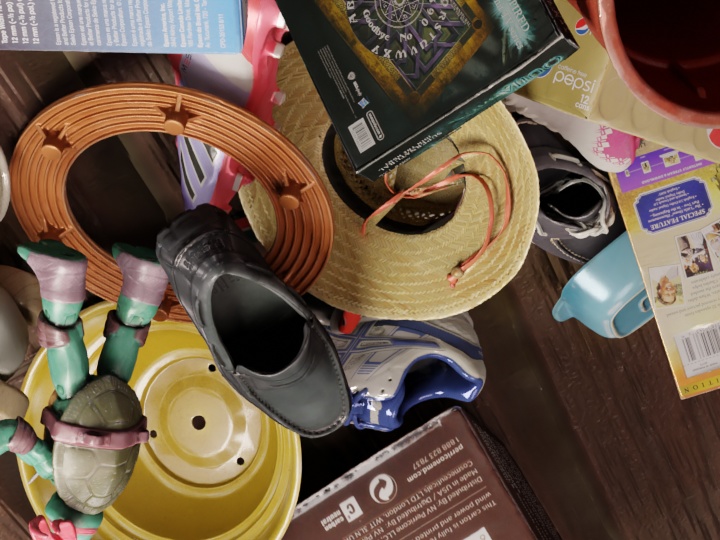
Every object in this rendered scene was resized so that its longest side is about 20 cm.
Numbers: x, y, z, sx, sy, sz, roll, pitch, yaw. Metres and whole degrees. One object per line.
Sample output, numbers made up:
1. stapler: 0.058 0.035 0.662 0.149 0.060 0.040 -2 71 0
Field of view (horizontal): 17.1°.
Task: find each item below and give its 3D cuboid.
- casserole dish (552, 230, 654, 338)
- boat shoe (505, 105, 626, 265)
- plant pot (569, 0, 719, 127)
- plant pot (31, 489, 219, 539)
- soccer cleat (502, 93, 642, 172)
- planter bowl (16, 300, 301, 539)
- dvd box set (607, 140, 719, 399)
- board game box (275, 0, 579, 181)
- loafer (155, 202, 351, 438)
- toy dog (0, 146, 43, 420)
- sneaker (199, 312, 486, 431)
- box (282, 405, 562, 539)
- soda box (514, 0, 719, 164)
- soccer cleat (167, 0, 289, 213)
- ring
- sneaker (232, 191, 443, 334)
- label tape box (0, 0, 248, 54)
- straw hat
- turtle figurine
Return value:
1. casserole dish: 0.222 -0.017 1.670 0.200 0.039 0.121 -38 162 1
2. boat shoe: 0.137 -0.042 1.612 0.073 0.063 0.200 -39 141 9
3. plant pot: 0.167 -0.209 1.310 0.200 0.195 0.202 -14 123 -22
4. plant pot: -0.138 0.245 1.672 0.200 0.201 0.196 -20 133 -11
5. soccer cleat: 0.113 -0.124 1.504 0.086 0.070 0.200 -34 134 -6
6. planter bowl: -0.119 0.108 1.572 0.200 0.200 0.083 -45 174 20
7. dvd box set: 0.251 -0.030 1.593 0.146 0.201 0.029 -19 -175 8
8. board game box: 0.017 -0.167 1.285 0.135 0.201 0.028 -31 159 18
9. loafer: -0.057 0.043 1.419 0.068 0.070 0.201 -34 135 -1
10. toy dog: -0.256 0.017 1.423 0.096 0.132 0.200 7 139 18
11. sneaker: -0.010 0.071 1.629 0.199 0.088 0.075 -17 141 -12
12. box: 0.059 0.218 1.720 0.166 0.165 0.200 -33 164 4
13. soda box: 0.186 -0.113 1.476 0.200 0.064 0.068 12 99 -48
14. soccer cleat: -0.085 -0.111 1.412 0.067 0.076 0.200 -56 169 -43
15. ring: -0.114 -0.033 1.429 0.199 0.019 0.201 7 139 6
16. sneaker: 0.000 0.000 1.552 0.199 0.094 0.071 -13 139 -18
17. label tape box: -0.161 -0.187 1.265 0.199 0.066 0.144 2 138 3
18. straw hat: 0.028 -0.069 1.484 0.201 0.201 0.085 -57 172 31
19. turtle figurine: -0.170 0.085 1.414 0.150 0.100 0.201 -4 110 -59
